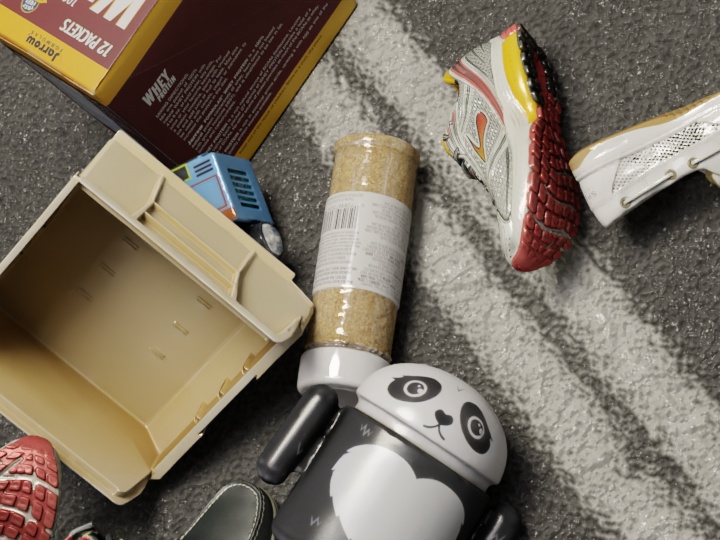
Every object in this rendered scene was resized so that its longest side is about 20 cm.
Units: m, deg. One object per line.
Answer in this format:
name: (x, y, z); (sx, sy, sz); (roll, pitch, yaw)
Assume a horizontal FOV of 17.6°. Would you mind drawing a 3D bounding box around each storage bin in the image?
storage bin: (-0.171, 0.039, 1.691); (0.200, 0.198, 0.094); (-46, 9, 29)

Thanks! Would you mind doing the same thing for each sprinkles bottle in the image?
sprinkles bottle: (0.000, 0.000, 1.726); (0.068, 0.068, 0.201); (-2, 68, 27)

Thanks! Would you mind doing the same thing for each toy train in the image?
toy train: (-0.155, -0.009, 1.788); (0.200, 0.087, 0.115); (-25, 76, 20)

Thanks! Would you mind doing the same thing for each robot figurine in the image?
robot figurine: (0.018, 0.161, 1.610); (0.125, 0.150, 0.200); (28, 83, 47)

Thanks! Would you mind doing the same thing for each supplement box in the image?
supplement box: (-0.144, -0.199, 1.809); (0.133, 0.200, 0.197); (32, 85, 34)

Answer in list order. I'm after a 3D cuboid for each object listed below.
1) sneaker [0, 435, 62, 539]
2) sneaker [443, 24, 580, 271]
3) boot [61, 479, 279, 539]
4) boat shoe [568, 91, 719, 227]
sneaker: (-0.265, 0.207, 1.726); (0.078, 0.082, 0.200); (22, 112, 5)
sneaker: (0.107, -0.081, 1.700); (0.082, 0.078, 0.200); (-23, 50, 22)
boot: (-0.141, 0.211, 1.645); (0.073, 0.154, 0.204); (16, 64, 35)
boat shoe: (0.250, -0.087, 1.641); (0.200, 0.071, 0.069); (-23, 86, 8)
